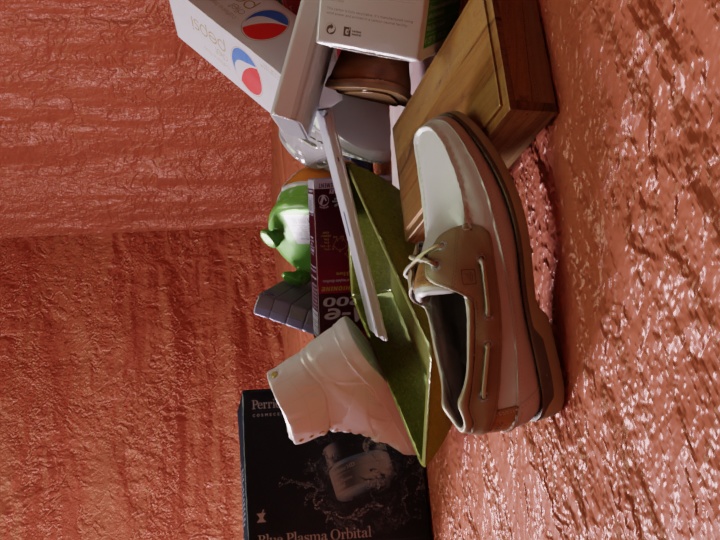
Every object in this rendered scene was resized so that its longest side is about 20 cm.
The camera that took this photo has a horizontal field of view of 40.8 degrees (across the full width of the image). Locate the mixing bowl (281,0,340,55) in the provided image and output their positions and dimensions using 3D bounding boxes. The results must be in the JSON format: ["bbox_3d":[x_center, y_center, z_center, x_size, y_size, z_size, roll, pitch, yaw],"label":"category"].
[{"bbox_3d":[-0.018,-0.299,0.996,0.200,0.106,0.204,-14,-90,-82],"label":"mixing bowl"}]

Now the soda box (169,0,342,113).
[{"bbox_3d":[-0.104,-0.220,0.924,0.200,0.063,0.069,41,155,31],"label":"soda box"}]

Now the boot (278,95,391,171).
[{"bbox_3d":[-0.025,-0.153,1.105,0.199,0.073,0.097,36,151,32],"label":"boot"}]

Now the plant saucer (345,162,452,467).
[{"bbox_3d":[0.042,0.035,0.837,0.202,0.047,0.202,87,163,-54],"label":"plant saucer"}]

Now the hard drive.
[{"bbox_3d":[-0.029,-0.211,0.768,0.132,0.026,0.204,-94,19,-88],"label":"hard drive"}]

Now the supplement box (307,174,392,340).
[{"bbox_3d":[0.000,0.000,1.052,0.061,0.106,0.205,-149,56,-79],"label":"supplement box"}]

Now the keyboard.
[{"bbox_3d":[-0.008,-0.040,0.836,0.056,0.010,0.204,-131,27,-78],"label":"keyboard"}]

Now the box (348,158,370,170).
[{"bbox_3d":[-0.007,-0.113,1.332,0.121,0.032,0.204,-124,33,-75],"label":"box"}]

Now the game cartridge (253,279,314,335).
[{"bbox_3d":[-0.048,0.049,1.192,0.200,0.128,0.039,-36,-31,-80],"label":"game cartridge"}]

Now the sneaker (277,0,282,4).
[{"bbox_3d":[-0.081,-0.283,1.086,0.200,0.073,0.085,30,-109,-72],"label":"sneaker"}]

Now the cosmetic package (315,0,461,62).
[{"bbox_3d":[0.030,-0.259,0.668,0.108,0.083,0.204,-44,-35,-60],"label":"cosmetic package"}]

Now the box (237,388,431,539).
[{"bbox_3d":[-0.033,0.233,1.051,0.118,0.192,0.204,115,152,-71],"label":"box"}]

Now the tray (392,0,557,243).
[{"bbox_3d":[0.070,-0.104,0.678,0.200,0.036,0.101,125,142,-64],"label":"tray"}]

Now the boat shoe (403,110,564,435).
[{"bbox_3d":[0.065,0.000,0.600,0.075,0.067,0.204,141,113,-69],"label":"boat shoe"}]

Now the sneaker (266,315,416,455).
[{"bbox_3d":[-0.017,0.137,0.956,0.201,0.114,0.074,55,-172,-39],"label":"sneaker"}]

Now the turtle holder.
[{"bbox_3d":[-0.024,-0.051,1.193,0.140,0.185,0.133,-25,34,46],"label":"turtle holder"}]

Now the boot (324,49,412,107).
[{"bbox_3d":[0.020,-0.226,0.821,0.200,0.072,0.158,-106,28,-72],"label":"boot"}]

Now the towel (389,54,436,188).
[{"bbox_3d":[0.061,-0.094,0.867,0.200,0.032,0.195,156,112,-81],"label":"towel"}]
